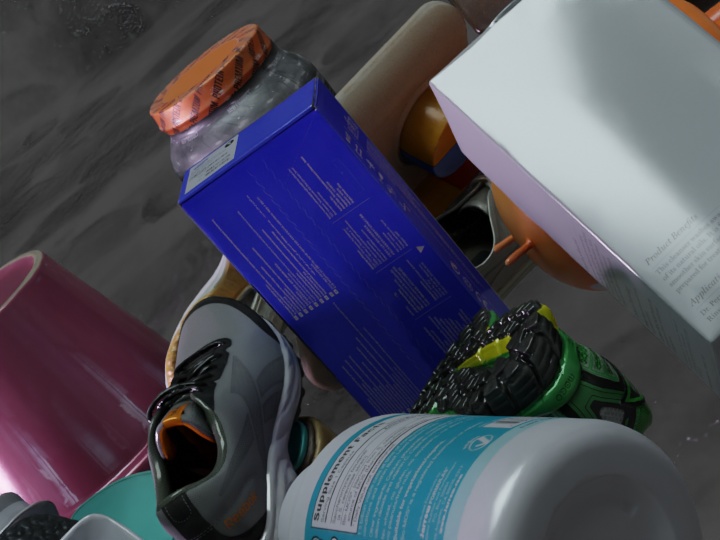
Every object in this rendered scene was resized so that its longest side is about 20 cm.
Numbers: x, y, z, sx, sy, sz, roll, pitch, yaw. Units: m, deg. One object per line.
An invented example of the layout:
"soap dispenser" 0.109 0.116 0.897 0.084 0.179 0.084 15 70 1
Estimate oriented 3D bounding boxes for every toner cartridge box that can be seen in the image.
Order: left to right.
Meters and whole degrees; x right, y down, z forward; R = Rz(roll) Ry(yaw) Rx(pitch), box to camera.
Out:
"toner cartridge box" 0.000 0.000 0.887 0.095 0.200 0.043 -33 24 18

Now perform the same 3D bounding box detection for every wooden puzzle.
"wooden puzzle" 0.023 -0.037 0.999 0.046 0.200 0.185 28 63 29

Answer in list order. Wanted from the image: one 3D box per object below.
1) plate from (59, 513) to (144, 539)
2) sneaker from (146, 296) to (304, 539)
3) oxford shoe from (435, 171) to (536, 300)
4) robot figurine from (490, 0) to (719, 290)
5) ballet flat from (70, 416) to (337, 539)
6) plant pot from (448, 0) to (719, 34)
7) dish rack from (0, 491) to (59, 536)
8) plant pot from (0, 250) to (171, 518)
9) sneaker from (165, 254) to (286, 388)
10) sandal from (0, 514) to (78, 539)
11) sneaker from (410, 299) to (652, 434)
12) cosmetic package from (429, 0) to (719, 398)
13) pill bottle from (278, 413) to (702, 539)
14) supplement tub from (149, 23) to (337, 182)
"plate" -0.106 0.231 0.682 0.199 0.032 0.200 31 64 23
"sneaker" -0.078 0.077 0.873 0.074 0.079 0.200 -34 35 17
"oxford shoe" 0.095 -0.044 1.002 0.075 0.058 0.200 20 57 41
"robot figurine" 0.155 -0.068 0.887 0.200 0.117 0.144 -38 49 3
"ballet flat" -0.085 0.144 0.941 0.200 0.063 0.069 -22 48 31
"plant pot" 0.169 -0.227 1.127 0.198 0.200 0.200 -43 18 15
"dish rack" -0.253 0.225 0.954 0.200 0.043 0.172 -48 -21 -25
"plant pot" -0.208 0.094 1.103 0.200 0.179 0.200 -35 20 15
"sneaker" -0.066 0.004 1.045 0.200 0.075 0.088 -54 3 -13
"sandal" -0.114 0.196 0.764 0.075 0.048 0.200 -26 53 -34
"sneaker" 0.078 0.071 0.794 0.078 0.085 0.200 -55 6 -8
"cosmetic package" 0.139 -0.050 0.762 0.113 0.081 0.200 -40 59 -3
"pill bottle" 0.042 0.117 0.689 0.111 0.111 0.200 -49 20 -25
"supplement tub" -0.047 -0.065 1.124 0.122 0.200 0.123 -34 20 14
